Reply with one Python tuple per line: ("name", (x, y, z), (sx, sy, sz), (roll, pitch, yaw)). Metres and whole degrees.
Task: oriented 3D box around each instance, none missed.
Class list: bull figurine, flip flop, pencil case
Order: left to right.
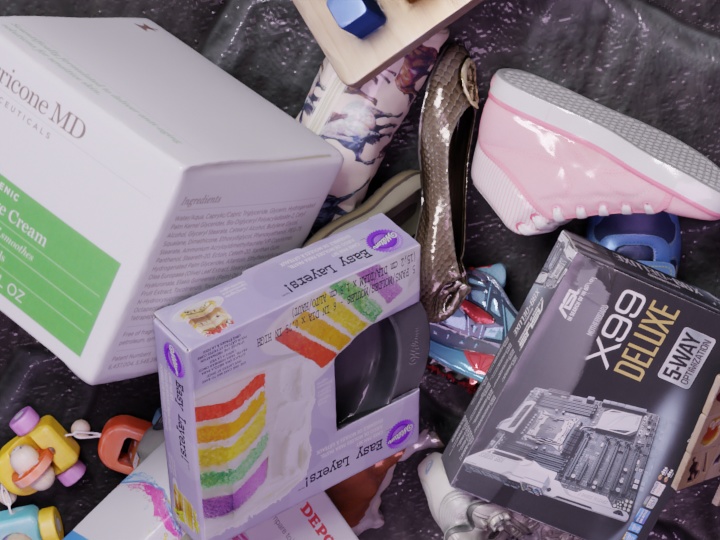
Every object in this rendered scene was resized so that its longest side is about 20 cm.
("bull figurine", (-0.016, 0.126, 1.676), (0.121, 0.065, 0.200), (-37, 121, 4))
("pencil case", (-0.011, -0.110, 1.577), (0.078, 0.089, 0.201), (34, 111, 16))
("flip flop", (0.000, 0.000, 1.578), (0.057, 0.200, 0.081), (38, 142, 17))

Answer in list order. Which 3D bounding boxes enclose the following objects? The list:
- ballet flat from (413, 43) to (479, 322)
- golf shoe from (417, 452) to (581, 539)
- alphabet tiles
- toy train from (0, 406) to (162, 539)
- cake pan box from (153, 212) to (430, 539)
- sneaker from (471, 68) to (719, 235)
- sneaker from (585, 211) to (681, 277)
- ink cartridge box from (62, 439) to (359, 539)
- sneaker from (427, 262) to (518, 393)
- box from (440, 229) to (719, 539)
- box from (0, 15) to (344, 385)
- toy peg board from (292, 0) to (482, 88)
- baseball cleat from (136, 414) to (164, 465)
("ballet flat", (0.066, -0.062, 1.583), (0.046, 0.067, 0.201), (6, 87, 25))
("golf shoe", (0.116, 0.189, 1.698), (0.078, 0.097, 0.200), (-44, 142, 8))
("alphabet tiles", (0.309, 0.100, 1.628), (0.199, 0.008, 0.168), (-12, 130, -42))
("toy train", (-0.220, 0.187, 1.714), (0.150, 0.056, 0.201), (24, 109, -9))
("cake pan box", (-0.043, 0.075, 1.508), (0.199, 0.052, 0.185), (-24, 135, -29))
("sneaker", (0.168, -0.059, 1.584), (0.200, 0.075, 0.105), (27, 110, 19))
("sneaker", (0.201, 0.025, 1.639), (0.073, 0.082, 0.201), (2, 110, 0))
("ink cartridge box", (-0.116, 0.210, 1.600), (0.200, 0.084, 0.145), (-45, 120, -21))
("sneaker", (0.071, 0.032, 1.657), (0.199, 0.079, 0.096), (29, 79, -3))
("box", (0.172, 0.090, 1.589), (0.157, 0.050, 0.201), (23, 107, -16))
("box", (-0.162, -0.053, 1.505), (0.199, 0.200, 0.172), (35, 111, 24))
("toy peg board", (0.011, -0.263, 1.465), (0.199, 0.098, 0.201), (-34, 77, 12))
("baseball cleat", (-0.089, 0.168, 1.700), (0.107, 0.070, 0.200), (-53, 133, -19))
